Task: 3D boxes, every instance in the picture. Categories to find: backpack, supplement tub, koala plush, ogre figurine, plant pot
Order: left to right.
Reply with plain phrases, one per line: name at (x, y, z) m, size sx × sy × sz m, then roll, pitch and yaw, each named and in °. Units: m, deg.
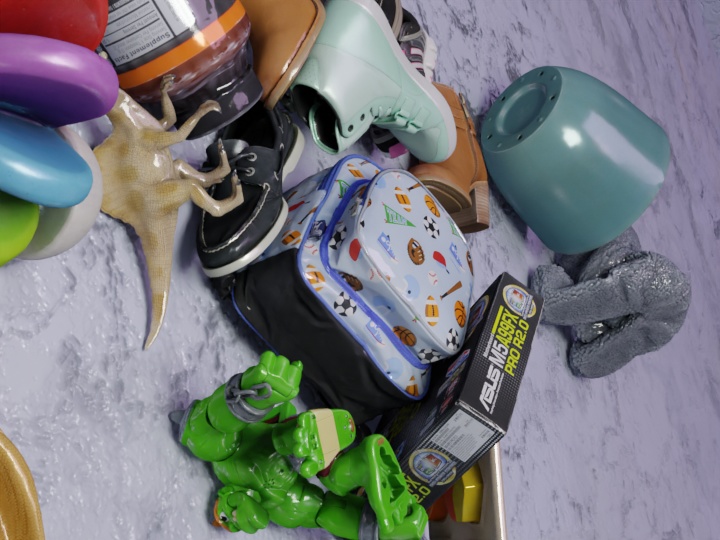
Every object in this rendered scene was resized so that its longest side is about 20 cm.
supplement tub at (-0.147, -0.193, 0.756) m, size 0.201 × 0.106 × 0.107 m, roll 59°, pitch 33°, yaw -24°
ogre figurine at (-0.046, 0.134, 0.754) m, size 0.200 × 0.119 × 0.099 m, roll 31°, pitch 55°, yaw -48°
backpack at (0.000, 0.000, 0.876) m, size 0.200 × 0.153 × 0.191 m, roll 53°, pitch 27°, yaw -27°
plant pot at (0.241, -0.147, 1.299) m, size 0.161 × 0.200 × 0.202 m, roll 37°, pitch 45°, yaw -29°
koala plush at (0.320, -0.001, 1.397) m, size 0.178 × 0.183 × 0.201 m, roll 51°, pitch 25°, yaw -34°

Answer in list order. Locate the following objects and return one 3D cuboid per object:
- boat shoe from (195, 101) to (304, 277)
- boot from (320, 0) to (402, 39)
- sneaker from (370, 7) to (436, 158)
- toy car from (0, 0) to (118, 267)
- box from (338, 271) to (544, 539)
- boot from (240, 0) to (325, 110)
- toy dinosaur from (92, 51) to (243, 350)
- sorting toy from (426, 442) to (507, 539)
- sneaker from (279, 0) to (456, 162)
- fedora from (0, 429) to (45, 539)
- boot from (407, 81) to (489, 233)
boat shoe at (-0.090, -0.075, 0.819) m, size 0.066 × 0.074 × 0.200 m, roll 61°, pitch 29°, yaw -30°
boot at (-0.036, -0.244, 1.000) m, size 0.151 × 0.073 × 0.201 m, roll 47°, pitch 48°, yaw -38°
sneaker at (0.031, -0.197, 1.088) m, size 0.088 × 0.073 × 0.201 m, roll 48°, pitch 34°, yaw -37°
toy car at (-0.197, -0.104, 0.586) m, size 0.175 × 0.149 × 0.202 m, roll 16°, pitch 62°, yaw -56°
box at (0.062, 0.117, 0.869) m, size 0.044 × 0.200 × 0.161 m, roll 33°, pitch 40°, yaw -5°
boot at (-0.103, -0.233, 0.844) m, size 0.154 × 0.077 × 0.202 m, roll 20°, pitch 68°, yaw -21°
toy dinosaur at (-0.135, -0.057, 0.740) m, size 0.058 × 0.100 × 0.202 m, roll -136°, pitch -148°, yaw -69°
sorting toy at (0.079, 0.214, 0.890) m, size 0.036 × 0.185 × 0.202 m, roll 4°, pitch 78°, yaw -12°
sneaker at (0.006, -0.130, 0.934) m, size 0.201 × 0.073 × 0.119 m, roll 48°, pitch 61°, yaw -42°
fedora at (-0.212, 0.123, 0.518) m, size 0.200 × 0.081 × 0.202 m, roll 32°, pitch 51°, yaw -49°
boot at (0.078, -0.128, 1.135) m, size 0.200 × 0.073 × 0.156 m, roll 21°, pitch 59°, yaw -68°
